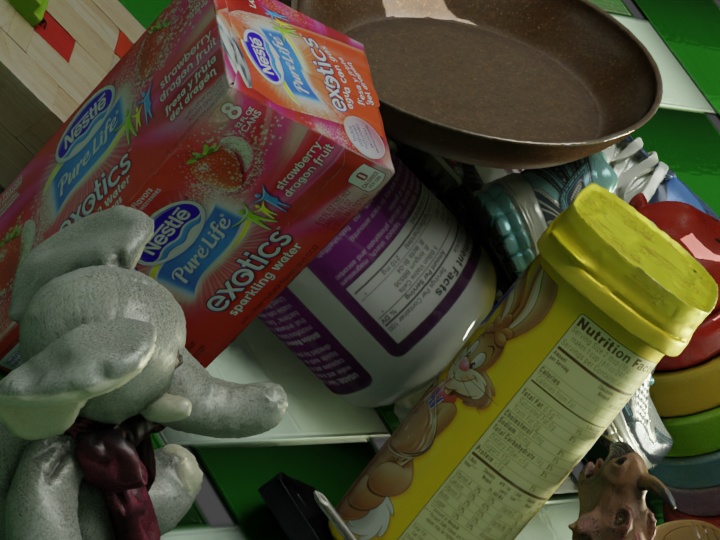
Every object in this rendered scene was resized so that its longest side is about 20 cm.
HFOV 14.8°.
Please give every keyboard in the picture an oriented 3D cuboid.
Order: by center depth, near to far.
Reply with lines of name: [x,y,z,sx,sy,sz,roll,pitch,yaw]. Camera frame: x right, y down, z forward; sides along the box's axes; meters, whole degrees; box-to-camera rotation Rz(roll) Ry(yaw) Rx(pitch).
keyboard: [0.001,0.184,1.313,0.200,0.040,0.104,55,6,22]

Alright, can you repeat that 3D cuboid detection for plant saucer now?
plant saucer: [0.058,-0.105,1.446,0.200,0.037,0.201,10,32,-7]

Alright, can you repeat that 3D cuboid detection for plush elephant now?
plush elephant: [-0.109,0.064,1.180,0.200,0.155,0.165,33,29,-21]

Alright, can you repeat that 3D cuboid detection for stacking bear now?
stacking bear: [0.195,0.052,1.570,0.122,0.113,0.200,-74,145,-61]

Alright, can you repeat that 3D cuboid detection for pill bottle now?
pill bottle: [0.000,0.000,1.456,0.200,0.112,0.112,46,26,-16]

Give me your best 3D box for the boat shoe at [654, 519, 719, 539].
boat shoe: [0.181,0.181,1.425,0.200,0.064,0.071,28,34,-54]

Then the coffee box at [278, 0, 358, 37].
coffee box: [-0.010,-0.106,1.584,0.080,0.115,0.200,42,23,28]

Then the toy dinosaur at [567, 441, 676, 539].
toy dinosaur: [0.133,0.196,1.314,0.200,0.135,0.086,54,39,-6]

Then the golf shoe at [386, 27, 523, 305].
golf shoe: [0.075,-0.047,1.529,0.200,0.077,0.088,45,59,-26]

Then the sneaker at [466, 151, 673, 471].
sneaker: [0.136,0.022,1.475,0.200,0.086,0.078,61,-2,-32]

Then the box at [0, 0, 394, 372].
box: [-0.087,-0.032,1.297,0.100,0.200,0.096,25,34,-32]

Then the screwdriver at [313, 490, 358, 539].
screwdriver: [0.034,0.182,1.286,0.200,0.029,0.028,49,7,-12]

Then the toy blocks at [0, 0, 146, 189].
toy blocks: [-0.153,-0.093,1.429,0.137,0.100,0.200,46,24,-21]

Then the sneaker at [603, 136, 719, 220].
sneaker: [0.132,-0.077,1.675,0.200,0.147,0.081,29,64,21]

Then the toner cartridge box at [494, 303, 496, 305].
toner cartridge box: [0.120,0.046,1.641,0.200,0.043,0.095,16,39,-42]

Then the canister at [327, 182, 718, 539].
canister: [0.079,0.064,1.357,0.086,0.200,0.149,39,12,3]
